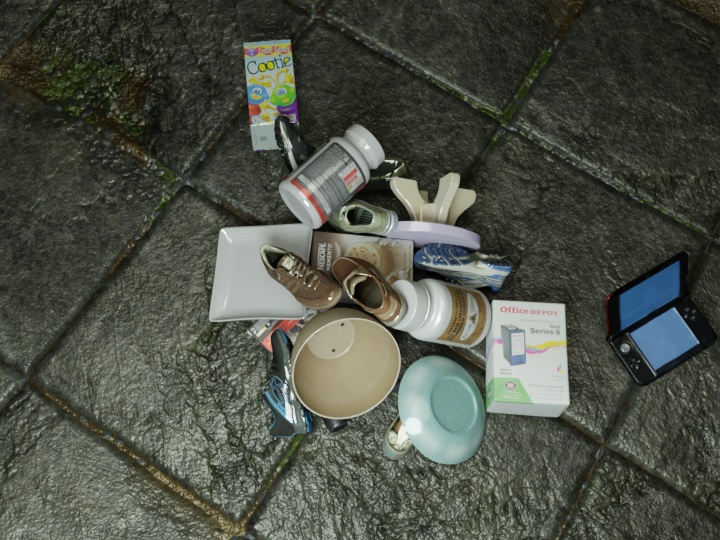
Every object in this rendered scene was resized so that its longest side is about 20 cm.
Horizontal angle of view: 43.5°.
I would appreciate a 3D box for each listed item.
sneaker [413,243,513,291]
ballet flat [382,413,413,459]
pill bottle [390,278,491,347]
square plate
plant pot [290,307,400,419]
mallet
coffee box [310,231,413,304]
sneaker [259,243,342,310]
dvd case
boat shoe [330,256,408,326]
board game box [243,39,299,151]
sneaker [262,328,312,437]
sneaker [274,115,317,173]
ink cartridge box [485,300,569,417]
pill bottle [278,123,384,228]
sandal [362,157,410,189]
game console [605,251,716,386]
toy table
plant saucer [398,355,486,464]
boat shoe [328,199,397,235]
[{"bbox_3d":[0.197,0.006,1.768,0.197,0.086,0.077,7,32,-9],"label":"sneaker"},{"bbox_3d":[0.109,0.262,1.680,0.067,0.064,0.201,32,70,8],"label":"ballet flat"},{"bbox_3d":[0.141,0.076,1.678,0.198,0.114,0.116,13,61,-41],"label":"pill bottle"},{"bbox_3d":[-0.192,0.006,1.770,0.195,0.028,0.203,-2,67,12],"label":"square plate"},{"bbox_3d":[-0.041,0.149,1.647,0.198,0.203,0.135,-18,27,-9],"label":"plant pot"},{"bbox_3d":[0.012,0.232,1.707,0.198,0.041,0.066,-28,70,-18],"label":"mallet"},{"bbox_3d":[0.000,0.000,1.762,0.197,0.080,0.116,5,61,-5],"label":"coffee box"},{"bbox_3d":[-0.119,0.011,1.664,0.199,0.076,0.071,25,74,42],"label":"sneaker"},{"bbox_3d":[-0.100,0.133,1.747,0.199,0.022,0.146,40,72,14],"label":"dvd case"},{"bbox_3d":[0.006,0.025,1.626,0.199,0.072,0.076,36,94,43],"label":"boat shoe"},{"bbox_3d":[-0.186,-0.368,1.899,0.101,0.105,0.203,-5,69,-5],"label":"board game box"},{"bbox_3d":[-0.149,0.210,1.675,0.081,0.073,0.203,-13,79,8],"label":"sneaker"},{"bbox_3d":[-0.107,-0.228,1.829,0.087,0.076,0.202,-26,110,-11],"label":"sneaker"},{"bbox_3d":[0.314,0.165,1.715,0.143,0.088,0.203,4,65,0],"label":"ink cartridge box"},{"bbox_3d":[-0.053,-0.186,1.758,0.200,0.116,0.116,-43,75,-15],"label":"pill bottle"},{"bbox_3d":[0.005,-0.207,1.868,0.198,0.081,0.057,6,26,8],"label":"sandal"},{"bbox_3d":[0.582,0.095,1.737,0.198,0.119,0.173,-28,71,-12],"label":"game console"},{"bbox_3d":[0.145,-0.112,1.783,0.198,0.183,0.119,11,75,-33],"label":"toy table"},{"bbox_3d":[0.161,0.250,1.654,0.199,0.039,0.204,14,63,-28],"label":"plant saucer"},{"bbox_3d":[-0.008,-0.108,1.765,0.062,0.199,0.073,18,84,-38],"label":"boat shoe"}]
